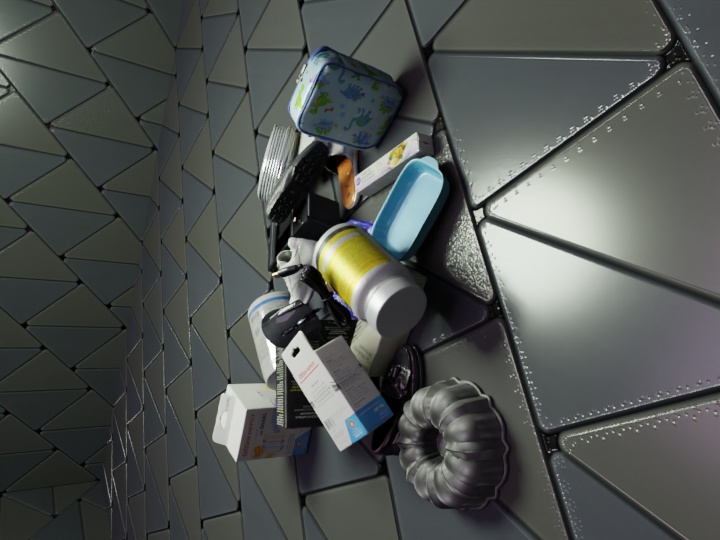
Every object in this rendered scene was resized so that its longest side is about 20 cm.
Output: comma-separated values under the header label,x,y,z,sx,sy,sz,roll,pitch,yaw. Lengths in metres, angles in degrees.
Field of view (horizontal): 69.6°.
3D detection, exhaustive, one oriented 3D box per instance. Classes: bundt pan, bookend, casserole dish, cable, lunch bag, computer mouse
label,x,y,z,sx,sy,sz,roll,pitch,yaw
bundt pan,0.127,0.269,0.803,0.201,0.075,0.203,-13,74,54
bookend,-0.125,-0.117,1.169,0.200,0.092,0.200,-45,38,43
casserole dish,0.090,-0.103,0.923,0.121,0.039,0.201,44,111,49
cable,-0.205,-0.264,1.298,0.200,0.069,0.201,-85,12,-58
lunch bag,-0.032,-0.326,1.009,0.161,0.199,0.083,-58,42,32
computer mouse,-0.124,0.069,0.888,0.199,0.046,0.141,-20,111,35

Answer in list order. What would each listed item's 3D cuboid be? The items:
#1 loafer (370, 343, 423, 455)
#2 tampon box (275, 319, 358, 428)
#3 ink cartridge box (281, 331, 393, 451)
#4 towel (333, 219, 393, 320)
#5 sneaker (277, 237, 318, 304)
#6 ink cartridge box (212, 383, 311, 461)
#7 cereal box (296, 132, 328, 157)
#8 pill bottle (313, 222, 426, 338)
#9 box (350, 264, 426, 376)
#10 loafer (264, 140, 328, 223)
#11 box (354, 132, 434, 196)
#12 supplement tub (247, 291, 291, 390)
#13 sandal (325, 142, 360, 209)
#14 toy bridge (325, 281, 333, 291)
label,x,y,z,sx,sy,sz,roll,pitch,yaw
loafer,0.061,0.230,0.912,0.072,0.063,0.201,12,95,54
tampon box,-0.088,0.204,1.032,0.126,0.149,0.201,144,126,-68
ink cartridge box,-0.044,0.195,0.894,0.201,0.066,0.116,55,141,13
towel,0.000,0.000,1.046,0.147,0.049,0.201,15,97,55
sneaker,-0.135,0.003,1.112,0.075,0.099,0.201,-83,12,-47
ink cartridge box,-0.225,0.342,1.183,0.125,0.199,0.129,24,105,53
cereal box,-0.107,-0.320,1.204,0.144,0.039,0.201,144,135,-59
pill bottle,0.013,0.014,0.853,0.200,0.114,0.115,46,121,45
box,0.046,0.088,0.950,0.082,0.068,0.201,31,109,51
loafer,-0.142,-0.194,1.106,0.201,0.068,0.070,-53,35,12
box,0.060,-0.200,0.999,0.200,0.041,0.039,-26,63,51
supplement tub,-0.181,0.162,1.208,0.132,0.131,0.201,-54,46,35
sandal,-0.045,-0.236,1.136,0.079,0.059,0.208,-34,58,47
toy bridge,-0.068,0.011,1.096,0.200,0.027,0.068,167,114,-78
